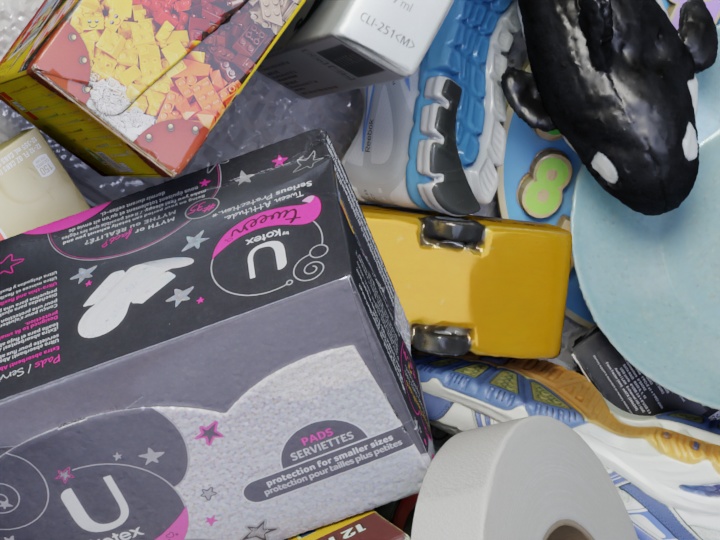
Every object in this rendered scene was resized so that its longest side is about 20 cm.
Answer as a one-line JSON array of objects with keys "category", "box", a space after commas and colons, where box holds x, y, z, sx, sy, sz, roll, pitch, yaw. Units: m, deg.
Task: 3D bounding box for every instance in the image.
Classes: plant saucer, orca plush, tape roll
[{"category": "plant saucer", "box": [0.200, -0.025, 1.094, 0.200, 0.039, 0.202, -7, 70, 20]}, {"category": "orca plush", "box": [0.119, -0.128, 1.069, 0.104, 0.071, 0.201, -2, 84, -1]}, {"category": "tape roll", "box": [0.082, 0.165, 0.995, 0.037, 0.203, 0.204, -15, 97, 25]}]

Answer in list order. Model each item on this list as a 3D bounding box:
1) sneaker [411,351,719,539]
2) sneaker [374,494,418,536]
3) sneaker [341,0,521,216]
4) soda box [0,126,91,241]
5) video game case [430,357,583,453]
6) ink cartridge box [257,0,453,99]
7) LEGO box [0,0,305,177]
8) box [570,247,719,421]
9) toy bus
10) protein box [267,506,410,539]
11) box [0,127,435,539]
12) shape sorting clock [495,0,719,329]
[{"category": "sneaker", "box": [0.102, 0.101, 1.107, 0.199, 0.075, 0.089, 20, 110, 18]}, {"category": "sneaker", "box": [0.063, 0.156, 1.125, 0.071, 0.098, 0.201, -46, 125, -11]}, {"category": "sneaker", "box": [0.032, -0.121, 1.127, 0.075, 0.086, 0.201, 40, 58, -45]}, {"category": "soda box", "box": [-0.218, 0.016, 1.067, 0.200, 0.064, 0.068, -35, 100, -12]}, {"category": "video game case", "box": [0.100, 0.130, 1.179, 0.199, 0.018, 0.144, 33, 83, -13]}, {"category": "ink cartridge box", "box": [0.022, -0.166, 1.053, 0.043, 0.200, 0.174, 28, 85, -13]}, {"category": "LEGO box", "box": [-0.086, -0.122, 1.026, 0.077, 0.200, 0.149, 36, 83, -13]}, {"category": "box", "box": [0.239, 0.065, 1.136, 0.198, 0.050, 0.201, -35, 88, 8]}, {"category": "toy bus", "box": [0.000, 0.000, 1.107, 0.199, 0.078, 0.066, 6, 96, -6]}, {"category": "protein box", "box": [-0.031, 0.214, 1.046, 0.134, 0.198, 0.201, -25, 104, -13]}, {"category": "box", "box": [-0.081, 0.049, 0.999, 0.199, 0.115, 0.133, -19, 127, 7]}, {"category": "shape sorting clock", "box": [0.166, -0.055, 1.162, 0.199, 0.039, 0.201, -3, 105, -10]}]
